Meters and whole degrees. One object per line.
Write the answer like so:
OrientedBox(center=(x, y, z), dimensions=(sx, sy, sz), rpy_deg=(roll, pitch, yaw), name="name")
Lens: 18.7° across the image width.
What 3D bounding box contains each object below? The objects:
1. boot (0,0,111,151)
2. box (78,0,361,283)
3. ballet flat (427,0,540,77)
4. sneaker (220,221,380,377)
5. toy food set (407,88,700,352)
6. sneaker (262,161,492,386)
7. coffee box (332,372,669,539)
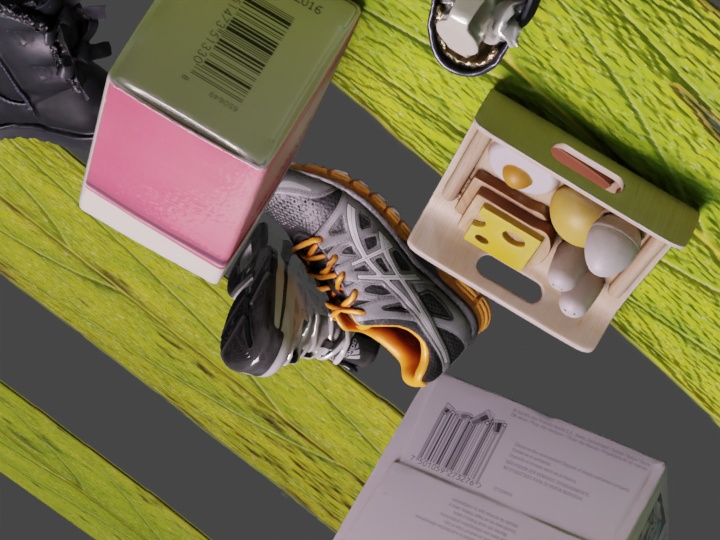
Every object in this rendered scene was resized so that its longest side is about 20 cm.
OrientedBox(center=(-0.254, -0.156, 1.492), dimensions=(0.197, 0.074, 0.163), rpy_deg=(11, 152, 25), name="boot")
OrientedBox(center=(-0.090, -0.098, 1.341), dimensions=(0.109, 0.128, 0.200), rpy_deg=(30, 157, 0), name="box")
OrientedBox(center=(0.069, -0.158, 1.108), dimensions=(0.073, 0.073, 0.200), rpy_deg=(29, 156, 4), name="ballet flat")
OrientedBox(center=(-0.032, 0.035, 1.534), dimensions=(0.115, 0.076, 0.201), rpy_deg=(28, -163, -11), name="sneaker")
OrientedBox(center=(0.110, -0.021, 1.339), dimensions=(0.143, 0.061, 0.200), rpy_deg=(30, 156, 1), name="toy food set")
OrientedBox(center=(0.000, 0.000, 1.493), dimensions=(0.200, 0.077, 0.078), rpy_deg=(38, 157, -13), name="sneaker")
OrientedBox(center=(0.105, 0.232, 1.669), dimensions=(0.199, 0.201, 0.198), rpy_deg=(22, 155, 21), name="coffee box")
